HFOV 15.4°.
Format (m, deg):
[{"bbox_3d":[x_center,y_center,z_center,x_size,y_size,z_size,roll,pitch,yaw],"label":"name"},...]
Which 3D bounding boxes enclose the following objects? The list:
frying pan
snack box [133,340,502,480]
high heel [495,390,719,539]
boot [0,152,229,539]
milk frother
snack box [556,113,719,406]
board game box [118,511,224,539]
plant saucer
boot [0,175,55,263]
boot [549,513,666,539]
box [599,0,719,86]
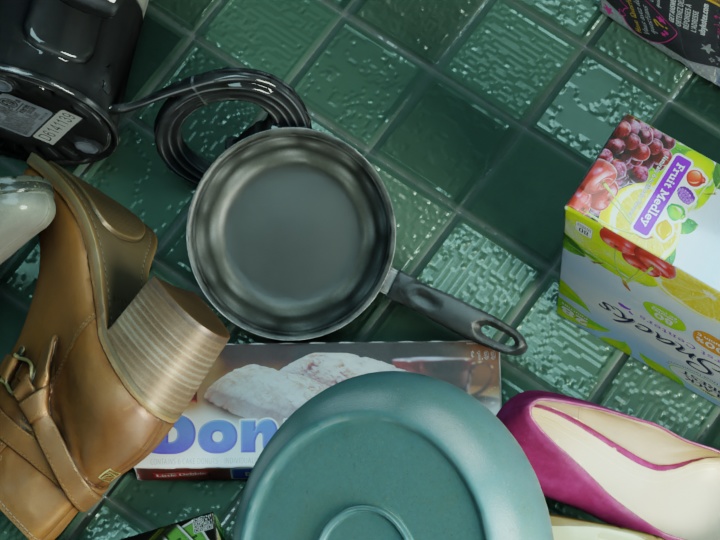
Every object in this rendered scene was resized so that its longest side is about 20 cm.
[{"bbox_3d":[0.000,-0.017,1.453,0.189,0.031,0.116,4,91,1],"label":"frying pan"},{"bbox_3d":[-0.022,0.076,1.448,0.198,0.024,0.072,-1,67,0],"label":"snack box"},{"bbox_3d":[0.163,0.106,1.387,0.199,0.096,0.068,19,69,-3],"label":"high heel"},{"bbox_3d":[-0.170,0.038,1.443,0.155,0.074,0.200,-50,45,10],"label":"boot"},{"bbox_3d":[-0.120,-0.154,1.499,0.199,0.180,0.189,29,64,-35],"label":"milk frother"},{"bbox_3d":[0.203,0.020,1.391,0.199,0.169,0.068,31,75,12],"label":"snack box"},{"bbox_3d":[-0.111,0.212,1.341,0.104,0.024,0.201,-19,41,7],"label":"board game box"},{"bbox_3d":[0.007,0.151,1.353,0.199,0.027,0.202,-4,83,35],"label":"plant saucer"},{"bbox_3d":[-0.223,0.045,1.419,0.199,0.068,0.131,-31,69,22],"label":"boot"},{"bbox_3d":[0.057,0.199,1.374,0.199,0.072,0.156,7,78,16],"label":"boot"},{"bbox_3d":[0.234,-0.219,1.506,0.114,0.132,0.200,36,72,17],"label":"box"}]
